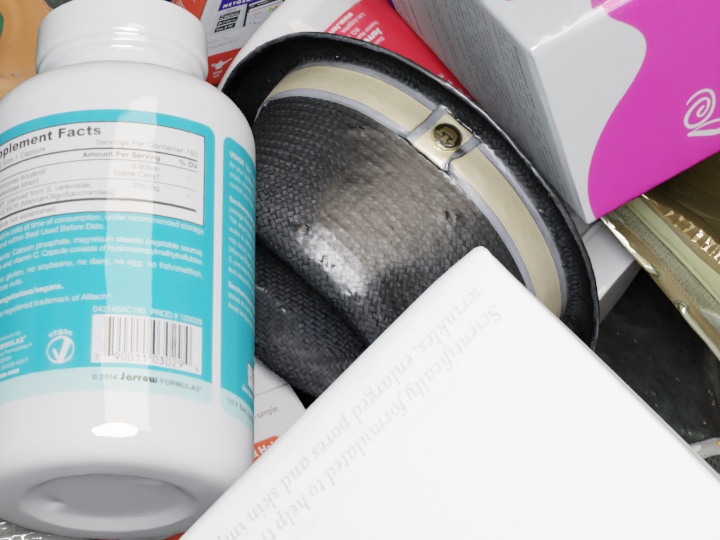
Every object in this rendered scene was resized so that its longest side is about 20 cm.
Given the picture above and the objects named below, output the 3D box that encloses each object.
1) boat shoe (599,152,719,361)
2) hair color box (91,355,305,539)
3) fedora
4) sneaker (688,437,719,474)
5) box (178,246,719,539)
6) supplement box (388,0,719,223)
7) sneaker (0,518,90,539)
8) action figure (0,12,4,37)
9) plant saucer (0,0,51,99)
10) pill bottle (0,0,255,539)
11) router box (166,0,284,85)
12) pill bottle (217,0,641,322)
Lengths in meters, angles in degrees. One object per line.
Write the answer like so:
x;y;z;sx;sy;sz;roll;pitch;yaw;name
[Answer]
0.141;-0.022;1.146;0.201;0.063;0.073;46;48;5;boat shoe
-0.052;0.126;1.075;0.111;0.064;0.200;-19;66;-32;hair color box
0.000;0.000;1.085;0.200;0.201;0.092;39;55;9;fedora
0.182;0.154;1.100;0.200;0.077;0.078;46;22;-17;sneaker
0.048;0.133;0.931;0.199;0.131;0.200;-44;81;-1;box
0.081;-0.127;1.087;0.101;0.104;0.200;-28;40;-7;supplement box
-0.175;0.090;1.048;0.200;0.075;0.105;43;5;-18;sneaker
-0.174;-0.042;1.030;0.055;0.118;0.201;-9;65;13;action figure
-0.211;-0.127;1.159;0.200;0.032;0.200;31;24;-15;plant saucer
-0.095;-0.004;0.996;0.110;0.111;0.201;7;65;-16;pill bottle
0.003;-0.179;1.240;0.199;0.180;0.049;-16;62;-29;router box
0.032;-0.040;1.195;0.200;0.112;0.112;39;52;9;pill bottle
